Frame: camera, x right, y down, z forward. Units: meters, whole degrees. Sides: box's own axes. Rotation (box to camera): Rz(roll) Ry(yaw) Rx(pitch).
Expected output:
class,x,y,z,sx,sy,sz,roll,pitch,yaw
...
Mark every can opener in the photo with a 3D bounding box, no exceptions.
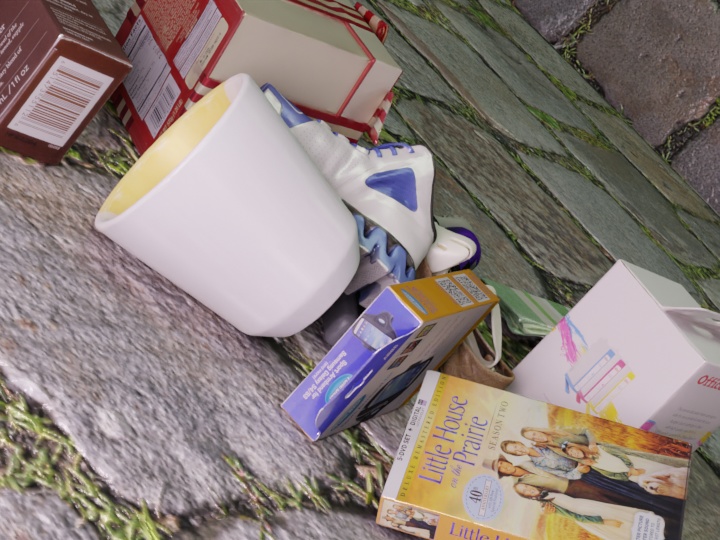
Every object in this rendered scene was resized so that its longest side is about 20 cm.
class,x,y,z,sx,sy,sz,roll,pitch,yaw
can opener,0.000,0.000,1.276,0.053,0.067,0.200,34,19,-19

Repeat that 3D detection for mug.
class,x,y,z,sx,sy,sz,roll,pitch,yaw
mug,-0.080,-0.043,1.105,0.153,0.149,0.187,44,23,-17

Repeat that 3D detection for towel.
class,x,y,z,sx,sy,sz,roll,pitch,yaw
towel,0.224,0.066,1.546,0.199,0.023,0.153,19,12,-14

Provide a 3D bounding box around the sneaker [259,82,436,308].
class,x,y,z,sx,sy,sz,roll,pitch,yaw
sneaker,-0.010,-0.072,1.196,0.199,0.080,0.115,48,54,-14

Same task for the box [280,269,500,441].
class,x,y,z,sx,sy,sz,roll,pitch,yaw
box,0.021,0.058,1.104,0.041,0.119,0.200,46,18,15

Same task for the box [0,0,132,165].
class,x,y,z,sx,sy,sz,roll,pitch,yaw
box,-0.255,-0.183,1.123,0.075,0.100,0.200,20,28,-48

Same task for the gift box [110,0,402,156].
class,x,y,z,sx,sy,sz,roll,pitch,yaw
gift box,-0.085,-0.149,1.280,0.186,0.185,0.200,13,36,-39

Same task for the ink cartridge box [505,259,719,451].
class,x,y,z,sx,sy,sz,roll,pitch,yaw
ink cartridge box,0.238,0.094,1.332,0.128,0.200,0.125,17,30,-52

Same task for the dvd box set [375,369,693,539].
class,x,y,z,sx,sy,sz,roll,pitch,yaw
dvd box set,0.123,0.145,1.059,0.199,0.029,0.146,16,35,8

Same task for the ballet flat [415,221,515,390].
class,x,y,z,sx,sy,sz,roll,pitch,yaw
ballet flat,0.072,0.018,1.263,0.201,0.072,0.068,66,23,-4

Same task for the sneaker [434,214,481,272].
class,x,y,z,sx,sy,sz,roll,pitch,yaw
sneaker,0.069,-0.002,1.436,0.200,0.069,0.100,25,43,-65
